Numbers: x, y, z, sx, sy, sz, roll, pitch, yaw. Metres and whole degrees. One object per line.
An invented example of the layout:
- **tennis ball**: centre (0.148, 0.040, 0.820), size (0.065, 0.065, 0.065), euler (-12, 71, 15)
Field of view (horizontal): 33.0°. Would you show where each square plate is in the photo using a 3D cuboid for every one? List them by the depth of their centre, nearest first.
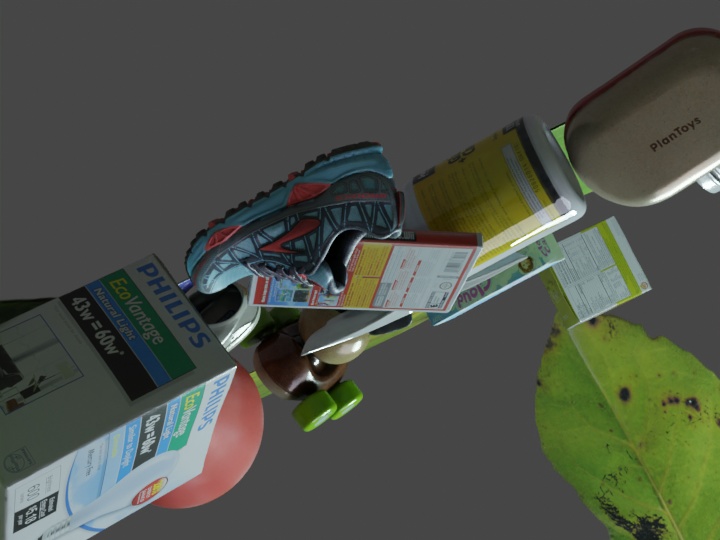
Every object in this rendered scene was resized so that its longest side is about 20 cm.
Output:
- **square plate**: centre (0.055, 0.030, 1.340), size (0.198, 0.028, 0.200), euler (-18, 172, -45)

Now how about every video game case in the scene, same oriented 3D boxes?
- **video game case**: centre (0.000, 0.000, 1.124), size (0.200, 0.017, 0.143), euler (2, 153, -9)

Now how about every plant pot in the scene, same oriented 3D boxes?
- **plant pot**: centre (-0.220, 0.162, 1.380), size (0.200, 0.201, 0.177), euler (-26, 163, -3)

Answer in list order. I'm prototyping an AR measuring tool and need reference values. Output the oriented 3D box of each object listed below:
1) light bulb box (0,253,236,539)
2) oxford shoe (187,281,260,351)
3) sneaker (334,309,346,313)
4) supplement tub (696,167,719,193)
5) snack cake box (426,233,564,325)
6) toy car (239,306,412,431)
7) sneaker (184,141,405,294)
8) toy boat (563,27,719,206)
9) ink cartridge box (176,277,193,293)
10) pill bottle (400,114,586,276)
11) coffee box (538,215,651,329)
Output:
- **light bulb box**: centre (-0.225, 0.120, 0.972), size (0.200, 0.125, 0.198), euler (-27, 157, -31)
- **oxford shoe**: centre (-0.175, 0.081, 1.164), size (0.200, 0.075, 0.058), euler (-48, 150, -22)
- **sneaker**: centre (-0.014, -0.007, 1.297), size (0.091, 0.076, 0.200), euler (-35, 174, 9)
- **supplement tub**: centre (0.460, -0.187, 1.374), size (0.200, 0.146, 0.145), euler (-31, 172, 32)
- **snack cake box**: centre (0.161, -0.019, 1.653), size (0.200, 0.115, 0.067), euler (-32, 171, 35)
- **toy car**: centre (-0.031, 0.075, 1.545), size (0.200, 0.164, 0.158), euler (-42, 168, 21)
- **sneaker**: centre (-0.053, -0.018, 0.950), size (0.200, 0.096, 0.079), euler (-30, 172, 28)
- **toy boat**: centre (0.294, -0.158, 1.188), size (0.200, 0.131, 0.131), euler (-33, -158, 27)
- **ink cartridge box**: centre (-0.253, 0.078, 1.158), size (0.200, 0.047, 0.198), euler (-19, 170, -34)
- **pill bottle**: centre (0.108, -0.058, 1.178), size (0.200, 0.112, 0.112), euler (-28, 173, 16)
- **coffee box**: centre (0.559, 0.009, 2.970), size (0.197, 0.200, 0.200), euler (-26, 173, -3)
